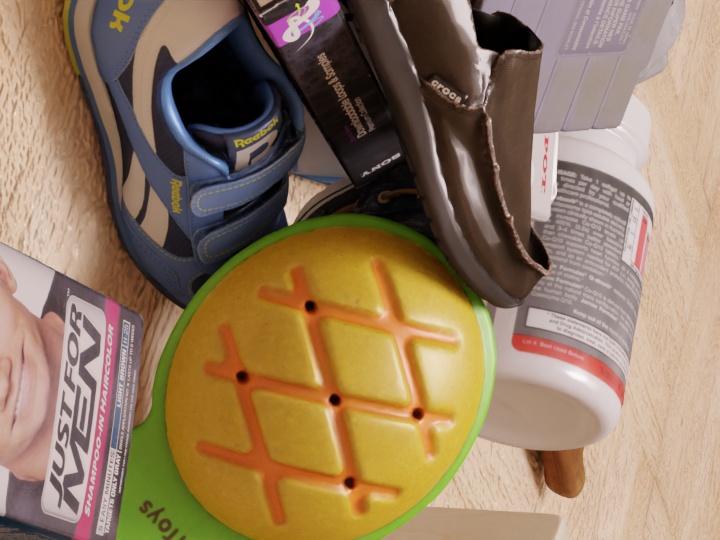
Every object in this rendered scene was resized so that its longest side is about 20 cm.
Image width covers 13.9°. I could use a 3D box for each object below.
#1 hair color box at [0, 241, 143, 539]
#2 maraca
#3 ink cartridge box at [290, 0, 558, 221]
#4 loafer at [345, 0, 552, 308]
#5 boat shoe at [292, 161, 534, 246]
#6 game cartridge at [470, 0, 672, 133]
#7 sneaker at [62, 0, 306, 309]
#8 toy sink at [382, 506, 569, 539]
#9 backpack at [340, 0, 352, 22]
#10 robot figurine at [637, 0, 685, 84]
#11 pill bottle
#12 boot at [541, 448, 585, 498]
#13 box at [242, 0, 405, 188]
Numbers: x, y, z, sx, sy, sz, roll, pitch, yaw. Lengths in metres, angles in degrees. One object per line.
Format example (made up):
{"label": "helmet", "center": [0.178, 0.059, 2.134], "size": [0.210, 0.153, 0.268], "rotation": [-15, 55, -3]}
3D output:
{"label": "hair color box", "center": [-0.151, 0.043, 1.101], "size": [0.200, 0.060, 0.100], "rotation": [32, 62, -66]}
{"label": "maraca", "center": [-0.031, 0.066, 1.275], "size": [0.200, 0.137, 0.107], "rotation": [-46, -176, -1]}
{"label": "ink cartridge box", "center": [0.039, -0.108, 1.564], "size": [0.200, 0.084, 0.146], "rotation": [16, 77, -69]}
{"label": "loafer", "center": [0.047, -0.073, 1.243], "size": [0.073, 0.071, 0.200], "rotation": [-102, 170, -61]}
{"label": "boat shoe", "center": [0.000, 0.000, 1.396], "size": [0.071, 0.200, 0.091], "rotation": [41, 55, -7]}
{"label": "game cartridge", "center": [0.099, -0.153, 1.305], "size": [0.130, 0.038, 0.200], "rotation": [-9, 128, -46]}
{"label": "sneaker", "center": [-0.064, -0.048, 1.272], "size": [0.074, 0.082, 0.200], "rotation": [-44, 135, -26]}
{"label": "toy sink", "center": [0.051, 0.229, 1.569], "size": [0.112, 0.130, 0.200], "rotation": [-65, 149, -47]}
{"label": "backpack", "center": [0.061, -0.169, 1.388], "size": [0.183, 0.135, 0.200], "rotation": [-44, 142, -9]}
{"label": "robot figurine", "center": [0.127, -0.186, 1.753], "size": [0.170, 0.113, 0.200], "rotation": [59, -4, 39]}
{"label": "pill bottle", "center": [0.109, -0.007, 1.716], "size": [0.116, 0.116, 0.200], "rotation": [58, 40, -57]}
{"label": "boot", "center": [0.142, 0.021, 1.879], "size": [0.200, 0.068, 0.188], "rotation": [62, 36, -55]}
{"label": "box", "center": [-0.040, -0.131, 1.280], "size": [0.143, 0.036, 0.200], "rotation": [60, 2, 23]}
